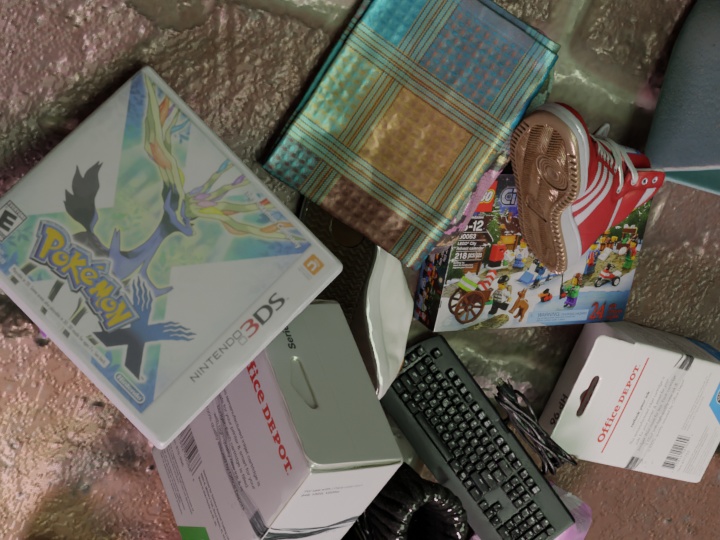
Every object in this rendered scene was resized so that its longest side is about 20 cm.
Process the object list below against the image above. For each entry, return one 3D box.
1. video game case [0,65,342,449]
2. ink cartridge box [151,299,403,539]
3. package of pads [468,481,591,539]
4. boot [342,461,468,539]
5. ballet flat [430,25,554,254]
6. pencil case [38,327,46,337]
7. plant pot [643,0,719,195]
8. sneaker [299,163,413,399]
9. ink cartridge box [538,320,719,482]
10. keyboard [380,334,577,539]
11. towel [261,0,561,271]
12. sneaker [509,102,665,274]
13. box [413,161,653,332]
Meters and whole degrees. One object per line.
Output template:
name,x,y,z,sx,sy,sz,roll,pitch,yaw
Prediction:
video game case,-0.142,-0.011,1.327,0.200,0.022,0.182,45,73,0
ink cartridge box,-0.065,0.135,1.415,0.083,0.147,0.200,-3,146,-32
package of pads,0.118,0.275,1.677,0.201,0.076,0.120,-58,159,5
boot,0.039,0.226,1.569,0.079,0.158,0.212,-39,128,-14
ballet flat,0.086,-0.105,1.470,0.201,0.069,0.071,-59,159,-5
pencil case,-0.135,0.016,1.402,0.199,0.084,0.086,-5,151,-29
plant pot,0.374,-0.161,1.575,0.195,0.196,0.201,13,84,-36
sneaker,0.000,0.000,1.504,0.085,0.072,0.201,-37,129,-58
ink cartridge box,0.237,0.110,1.699,0.199,0.068,0.117,15,104,-38
keyboard,0.104,0.139,1.580,0.104,0.040,0.200,-37,94,-12
towel,0.038,-0.121,1.425,0.146,0.022,0.201,33,93,2
sneaker,0.178,-0.087,1.484,0.112,0.071,0.200,-38,155,-16
box,0.145,-0.022,1.590,0.199,0.038,0.137,-3,115,-32
